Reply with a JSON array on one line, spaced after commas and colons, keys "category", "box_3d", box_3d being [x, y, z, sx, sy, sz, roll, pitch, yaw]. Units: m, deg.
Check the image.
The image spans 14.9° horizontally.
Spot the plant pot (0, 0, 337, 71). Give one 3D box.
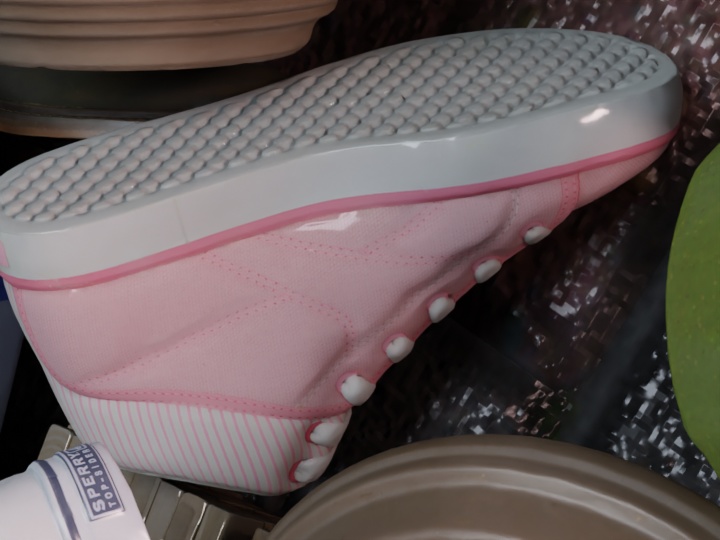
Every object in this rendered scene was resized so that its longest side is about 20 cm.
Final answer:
[{"category": "plant pot", "box_3d": [-0.064, -0.109, 0.795, 0.201, 0.201, 0.093, 8, 105, 38]}]

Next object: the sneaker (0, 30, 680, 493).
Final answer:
[{"category": "sneaker", "box_3d": [0.000, 0.000, 0.797, 0.200, 0.105, 0.075, -15, 26, -2]}]

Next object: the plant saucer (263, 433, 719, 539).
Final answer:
[{"category": "plant saucer", "box_3d": [0.045, 0.138, 0.691, 0.200, 0.029, 0.200, 11, 115, 25]}]

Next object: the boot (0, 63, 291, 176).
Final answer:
[{"category": "boot", "box_3d": [-0.086, -0.080, 0.896, 0.200, 0.075, 0.097, 3, 81, 39]}]

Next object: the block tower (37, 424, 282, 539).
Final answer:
[{"category": "block tower", "box_3d": [-0.024, 0.103, 0.805, 0.200, 0.054, 0.058, 20, 89, 39]}]

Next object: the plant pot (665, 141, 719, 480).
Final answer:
[{"category": "plant pot", "box_3d": [0.177, 0.008, 0.620, 0.190, 0.200, 0.200, -8, 70, 48]}]

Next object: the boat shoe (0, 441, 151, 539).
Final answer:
[{"category": "boat shoe", "box_3d": [-0.080, 0.134, 0.758, 0.065, 0.200, 0.074, -20, 34, -15]}]

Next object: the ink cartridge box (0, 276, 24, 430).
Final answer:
[{"category": "ink cartridge box", "box_3d": [-0.159, 0.016, 0.895, 0.119, 0.042, 0.200, 39, 126, 38]}]
